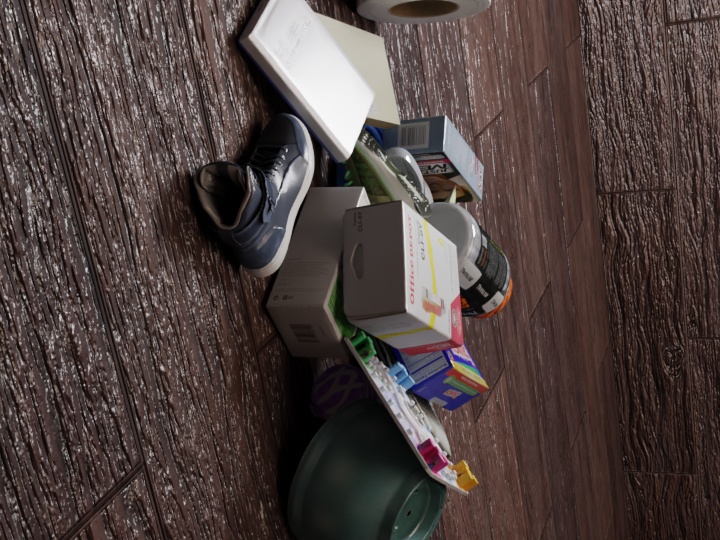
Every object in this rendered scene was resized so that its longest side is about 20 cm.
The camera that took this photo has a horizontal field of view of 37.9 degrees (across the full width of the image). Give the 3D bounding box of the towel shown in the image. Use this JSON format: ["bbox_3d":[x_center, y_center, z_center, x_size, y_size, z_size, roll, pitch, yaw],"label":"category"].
[{"bbox_3d":[0.071,0.166,1.550,0.200,0.034,0.194,50,16,-55],"label":"towel"}]

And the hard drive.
[{"bbox_3d":[-0.062,-0.250,1.305,0.200,0.025,0.133,49,43,-30],"label":"hard drive"}]

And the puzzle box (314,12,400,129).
[{"bbox_3d":[-0.015,-0.270,1.434,0.199,0.025,0.135,0,78,-59],"label":"puzzle box"}]

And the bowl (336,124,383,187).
[{"bbox_3d":[0.017,-0.127,1.544,0.200,0.039,0.203,-2,90,-67],"label":"bowl"}]

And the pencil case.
[{"bbox_3d":[0.002,0.199,1.438,0.084,0.085,0.200,58,2,37],"label":"pencil case"}]

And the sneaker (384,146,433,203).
[{"bbox_3d":[0.063,-0.120,1.530,0.201,0.072,0.071,71,18,-53],"label":"sneaker"}]

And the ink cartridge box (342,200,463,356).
[{"bbox_3d":[0.057,0.014,1.331,0.200,0.083,0.147,32,53,-60],"label":"ink cartridge box"}]

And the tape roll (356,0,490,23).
[{"bbox_3d":[0.090,-0.452,1.538,0.202,0.201,0.141,-4,92,-67],"label":"tape roll"}]

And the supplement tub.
[{"bbox_3d":[0.146,-0.008,1.542,0.200,0.121,0.124,39,52,-54],"label":"supplement tub"}]

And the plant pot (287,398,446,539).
[{"bbox_3d":[0.023,0.281,1.315,0.200,0.133,0.202,-33,136,-40],"label":"plant pot"}]

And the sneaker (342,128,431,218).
[{"bbox_3d":[0.002,-0.123,1.413,0.200,0.089,0.077,49,17,8],"label":"sneaker"}]

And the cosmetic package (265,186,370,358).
[{"bbox_3d":[-0.042,0.000,1.335,0.108,0.084,0.201,66,33,-46],"label":"cosmetic package"}]

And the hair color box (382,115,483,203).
[{"bbox_3d":[0.113,-0.164,1.597,0.200,0.098,0.061,37,54,-62],"label":"hair color box"}]

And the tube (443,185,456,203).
[{"bbox_3d":[0.115,-0.041,1.644,0.201,0.051,0.058,106,-36,-49],"label":"tube"}]

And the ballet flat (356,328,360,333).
[{"bbox_3d":[0.000,0.000,1.446,0.067,0.068,0.201,37,72,-27],"label":"ballet flat"}]

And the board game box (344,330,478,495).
[{"bbox_3d":[0.067,0.180,1.315,0.201,0.026,0.200,57,5,26],"label":"board game box"}]

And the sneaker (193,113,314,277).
[{"bbox_3d":[-0.117,-0.114,1.177,0.146,0.076,0.204,51,43,-58],"label":"sneaker"}]

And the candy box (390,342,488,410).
[{"bbox_3d":[0.093,0.094,1.551,0.201,0.077,0.169,65,13,25],"label":"candy box"}]
